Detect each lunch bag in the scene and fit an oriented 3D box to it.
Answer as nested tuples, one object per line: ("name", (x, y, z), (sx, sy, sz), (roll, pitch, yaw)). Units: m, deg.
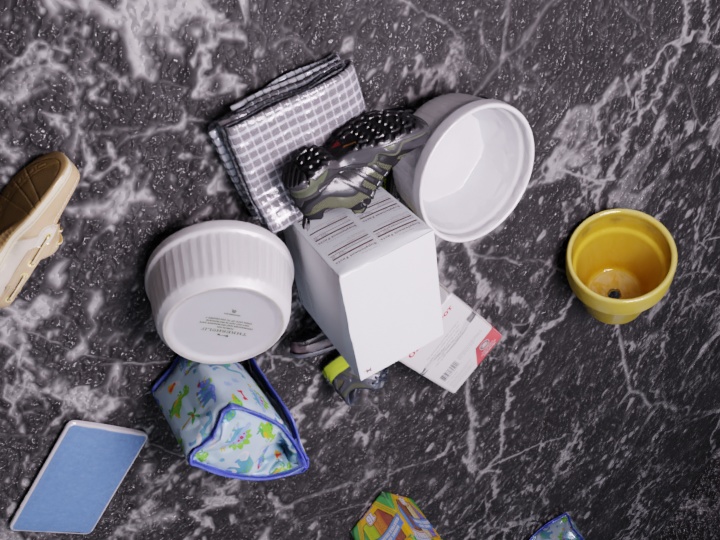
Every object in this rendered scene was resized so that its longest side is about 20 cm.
("lunch bag", (-0.176, 0.211, 0.988), (0.128, 0.170, 0.200), (-50, 133, 2))
("lunch bag", (0.565, 0.825, 1.976), (0.198, 0.128, 0.170), (-32, 137, 5))

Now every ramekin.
("ramekin", (-0.180, 0.038, 0.884), (0.199, 0.095, 0.204), (-9, 138, -8))
("ramekin", (0.137, -0.152, 0.956), (0.198, 0.105, 0.203), (-17, 126, -25))

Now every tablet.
("tablet", (-0.417, 0.311, 1.004), (0.129, 0.014, 0.202), (23, 103, -42))

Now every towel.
("towel", (-0.077, -0.161, 0.874), (0.198, 0.086, 0.167), (-32, 132, -13))

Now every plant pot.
("plant pot", (0.510, 0.012, 1.342), (0.200, 0.201, 0.189), (-39, 148, -6))

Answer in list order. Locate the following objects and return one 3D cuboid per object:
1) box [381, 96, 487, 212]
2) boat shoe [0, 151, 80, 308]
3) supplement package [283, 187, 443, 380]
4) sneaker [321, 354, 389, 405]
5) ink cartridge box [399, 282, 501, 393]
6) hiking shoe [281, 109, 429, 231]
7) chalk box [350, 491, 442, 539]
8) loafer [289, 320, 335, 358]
("box", (0.116, -0.155, 1.042), (0.191, 0.047, 0.203), (-17, 127, -29))
("boat shoe", (-0.376, -0.042, 0.762), (0.201, 0.074, 0.069), (-50, 146, 5))
("supplement package", (0.000, 0.000, 0.958), (0.146, 0.200, 0.193), (-25, 132, -18))
("sneaker", (0.028, 0.150, 1.120), (0.199, 0.082, 0.074), (-39, 164, 27))
("ink cartridge box", (0.143, 0.115, 1.216), (0.147, 0.083, 0.199), (-50, 134, 4))
("hiking shoe", (-0.001, -0.128, 0.855), (0.198, 0.076, 0.101), (-26, 138, -8))
("chalk box", (0.095, 0.591, 1.424), (0.123, 0.200, 0.125), (30, 100, -43))
("loafer", (-0.033, 0.077, 1.090), (0.198, 0.072, 0.064), (-22, 111, -30))
